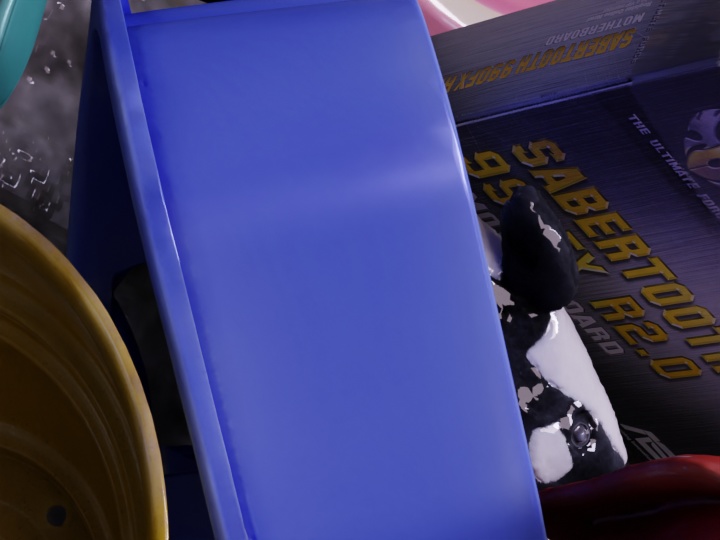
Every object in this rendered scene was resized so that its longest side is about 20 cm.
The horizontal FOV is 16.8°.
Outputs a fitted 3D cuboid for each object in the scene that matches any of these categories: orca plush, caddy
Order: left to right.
[{"bbox_3d":[-0.022,0.017,0.619,0.105,0.141,0.201,-13,100,-3],"label":"caddy"},{"bbox_3d":[0.000,0.000,0.704,0.071,0.105,0.200,-43,115,-38],"label":"orca plush"}]

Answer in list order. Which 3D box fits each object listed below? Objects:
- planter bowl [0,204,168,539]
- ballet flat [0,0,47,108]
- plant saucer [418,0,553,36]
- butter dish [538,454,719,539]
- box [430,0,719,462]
[{"bbox_3d":[-0.120,0.081,0.599,0.083,0.200,0.201,34,52,-64],"label":"planter bowl"},{"bbox_3d":[-0.105,-0.132,0.723,0.063,0.069,0.200,18,61,2],"label":"ballet flat"},{"bbox_3d":[0.040,-0.134,0.815,0.200,0.051,0.201,11,70,-31],"label":"plant saucer"},{"bbox_3d":[0.122,0.143,0.623,0.199,0.200,0.148,25,79,-5],"label":"butter dish"},{"bbox_3d":[0.114,-0.001,0.740,0.200,0.158,0.048,44,58,-28],"label":"box"}]
